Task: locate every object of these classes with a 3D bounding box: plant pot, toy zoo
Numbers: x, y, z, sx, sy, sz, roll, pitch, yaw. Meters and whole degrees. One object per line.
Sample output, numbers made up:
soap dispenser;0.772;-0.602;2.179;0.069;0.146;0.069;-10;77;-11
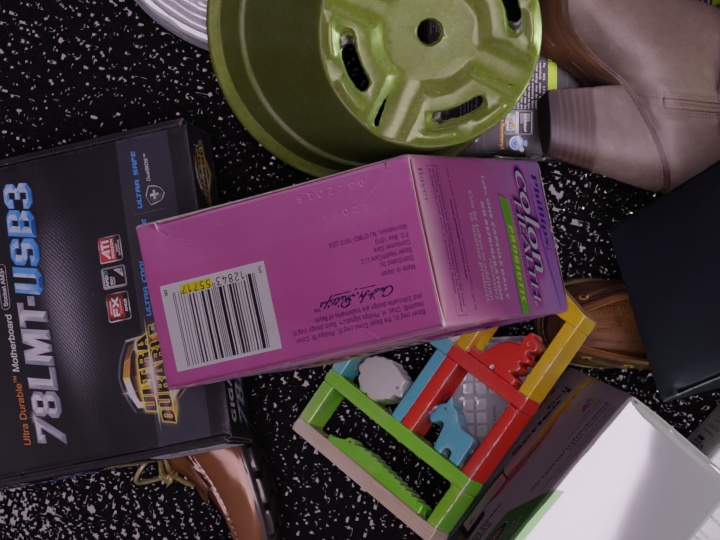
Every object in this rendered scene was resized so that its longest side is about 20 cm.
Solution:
plant pot;0.020;-0.137;1.171;0.199;0.190;0.201;-2;99;-9
toy zoo;0.058;0.054;1.296;0.131;0.020;0.200;37;94;33

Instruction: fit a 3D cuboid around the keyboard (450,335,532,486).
keyboard;0.086;0.143;1.344;0.056;0.011;0.201;-2;95;-1

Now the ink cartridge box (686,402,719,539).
ink cartridge box;0.247;0.217;1.316;0.200;0.084;0.176;44;92;-4

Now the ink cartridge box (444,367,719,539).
ink cartridge box;0.127;0.144;1.246;0.084;0.200;0.145;40;89;-5

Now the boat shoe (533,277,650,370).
boat shoe;0.212;0.035;1.310;0.199;0.068;0.072;-2;94;-1

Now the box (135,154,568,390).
box;0.000;0.000;1.206;0.175;0.200;0.097;-14;87;25

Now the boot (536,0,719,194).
boot;0.179;-0.145;1.258;0.145;0.070;0.201;-1;90;-11

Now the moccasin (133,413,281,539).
moccasin;-0.113;0.098;1.305;0.077;0.074;0.202;-29;94;4

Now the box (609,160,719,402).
box;0.283;-0.015;1.201;0.199;0.197;0.118;-13;81;-21

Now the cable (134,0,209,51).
cable;-0.064;-0.231;1.283;0.200;0.069;0.200;-42;94;2

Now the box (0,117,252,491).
box;-0.177;0.026;1.269;0.198;0.050;0.201;-11;81;13

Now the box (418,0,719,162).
box;0.133;-0.167;1.305;0.192;0.048;0.201;-1;94;-4
